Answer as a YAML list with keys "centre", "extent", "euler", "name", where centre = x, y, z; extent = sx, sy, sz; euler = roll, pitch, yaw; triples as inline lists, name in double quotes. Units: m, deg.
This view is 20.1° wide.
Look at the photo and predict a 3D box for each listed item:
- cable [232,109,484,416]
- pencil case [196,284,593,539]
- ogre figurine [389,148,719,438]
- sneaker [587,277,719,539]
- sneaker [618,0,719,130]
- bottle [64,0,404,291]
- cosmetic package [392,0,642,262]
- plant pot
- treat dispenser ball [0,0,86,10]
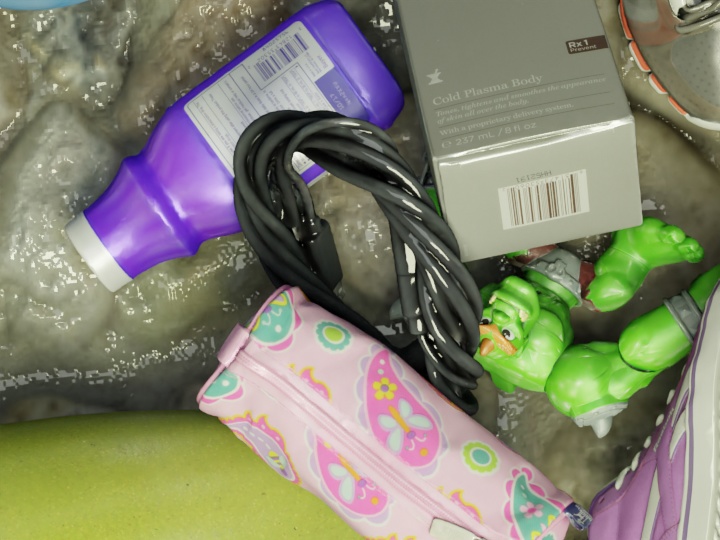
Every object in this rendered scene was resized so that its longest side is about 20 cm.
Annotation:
- centre: [0.000, 0.000, 1.067]
  extent: [0.051, 0.201, 0.163]
  euler: [-35, 55, -24]
  name: "cable"
- centre: [0.015, 0.095, 1.029]
  extent: [0.200, 0.087, 0.088]
  euler: [39, 90, 11]
  name: "pencil case"
- centre: [0.105, 0.009, 1.118]
  extent: [0.199, 0.098, 0.120]
  euler: [31, 85, 0]
  name: "ogre figurine"
- centre: [0.166, 0.087, 1.056]
  extent: [0.072, 0.114, 0.202]
  euler: [22, 76, -29]
  name: "sneaker"
- centre: [0.176, -0.174, 1.129]
  extent: [0.077, 0.082, 0.201]
  euler: [-21, 88, 1]
  name: "sneaker"
- centre: [-0.073, -0.065, 1.141]
  extent: [0.200, 0.065, 0.084]
  euler: [-37, 87, 0]
  name: "bottle"
- centre: [0.077, -0.109, 1.077]
  extent: [0.106, 0.090, 0.201]
  euler: [-13, 50, 1]
  name: "cosmetic package"
- centre: [-0.100, 0.151, 1.094]
  extent: [0.199, 0.187, 0.188]
  euler: [-15, 88, -16]
  name: "plant pot"
- centre: [-0.179, -0.240, 1.082]
  extent: [0.199, 0.201, 0.202]
  euler: [0, 88, 2]
  name: "treat dispenser ball"
